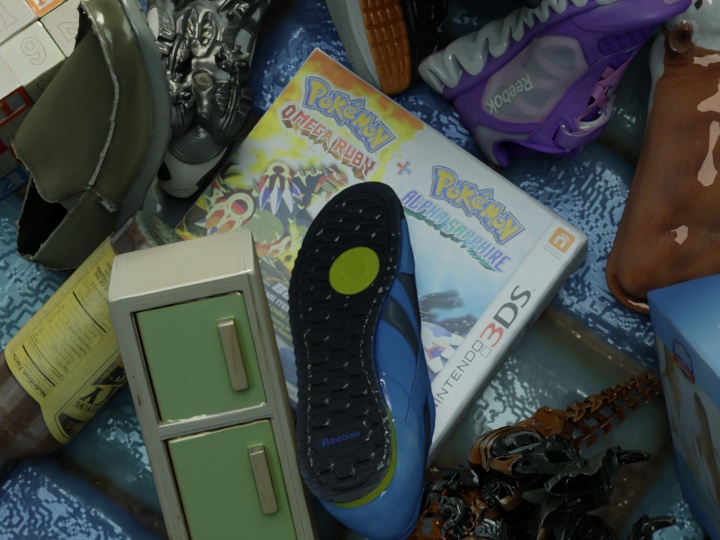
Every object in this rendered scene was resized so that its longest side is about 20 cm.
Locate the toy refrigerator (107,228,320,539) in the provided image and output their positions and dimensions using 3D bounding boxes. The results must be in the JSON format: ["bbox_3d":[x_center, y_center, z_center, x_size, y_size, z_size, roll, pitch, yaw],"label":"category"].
[{"bbox_3d":[-0.072,0.088,0.871,0.076,0.070,0.201,-11,111,-1],"label":"toy refrigerator"}]

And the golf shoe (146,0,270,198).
[{"bbox_3d":[-0.098,-0.132,0.984,0.077,0.095,0.201,14,50,-8],"label":"golf shoe"}]

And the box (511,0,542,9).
[{"bbox_3d":[0.045,-0.270,0.842,0.200,0.117,0.197,32,91,35],"label":"box"}]

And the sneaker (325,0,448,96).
[{"bbox_3d":[-0.012,-0.201,1.005,0.076,0.092,0.201,-15,94,-41],"label":"sneaker"}]

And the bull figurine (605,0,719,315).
[{"bbox_3d":[0.204,-0.067,0.929,0.121,0.065,0.201,15,104,3],"label":"bull figurine"}]

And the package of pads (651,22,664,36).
[{"bbox_3d":[0.110,-0.239,0.974,0.199,0.068,0.155,16,76,-18],"label":"package of pads"}]

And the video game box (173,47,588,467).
[{"bbox_3d":[0.000,0.000,0.958,0.200,0.047,0.182,35,78,11],"label":"video game box"}]

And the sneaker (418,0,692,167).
[{"bbox_3d":[0.117,-0.111,0.923,0.080,0.200,0.089,-23,91,-34],"label":"sneaker"}]

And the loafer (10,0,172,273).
[{"bbox_3d":[-0.151,-0.066,0.902,0.069,0.201,0.075,-8,48,-25],"label":"loafer"}]

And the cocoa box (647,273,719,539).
[{"bbox_3d":[0.236,0.081,0.828,0.131,0.200,0.134,-14,106,-1],"label":"cocoa box"}]

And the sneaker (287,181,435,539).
[{"bbox_3d":[0.006,0.049,0.898,0.066,0.078,0.201,-14,57,22],"label":"sneaker"}]

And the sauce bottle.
[{"bbox_3d":[-0.167,0.057,0.921,0.200,0.065,0.065,-45,77,13],"label":"sauce bottle"}]

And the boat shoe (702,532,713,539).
[{"bbox_3d":[0.145,0.221,0.881,0.202,0.072,0.060,-41,76,-14],"label":"boat shoe"}]

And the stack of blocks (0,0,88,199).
[{"bbox_3d":[-0.230,-0.082,0.954,0.200,0.115,0.059,-36,76,-6],"label":"stack of blocks"}]

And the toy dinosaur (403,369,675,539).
[{"bbox_3d":[0.088,0.119,0.894,0.102,0.136,0.200,38,78,-34],"label":"toy dinosaur"}]
